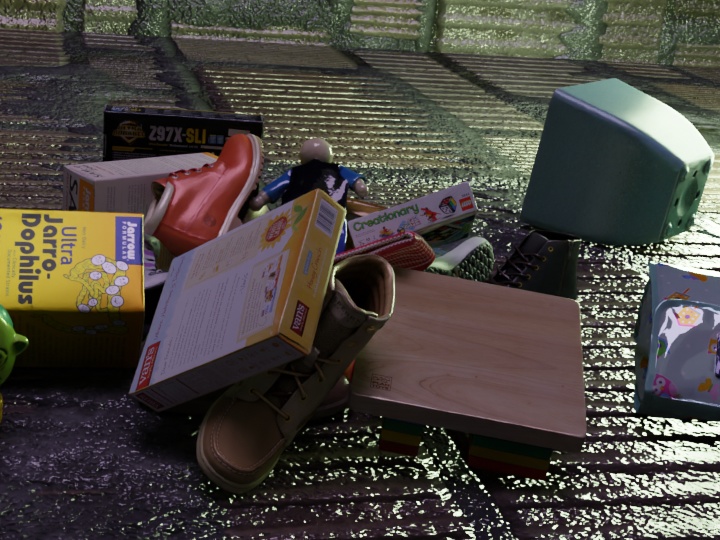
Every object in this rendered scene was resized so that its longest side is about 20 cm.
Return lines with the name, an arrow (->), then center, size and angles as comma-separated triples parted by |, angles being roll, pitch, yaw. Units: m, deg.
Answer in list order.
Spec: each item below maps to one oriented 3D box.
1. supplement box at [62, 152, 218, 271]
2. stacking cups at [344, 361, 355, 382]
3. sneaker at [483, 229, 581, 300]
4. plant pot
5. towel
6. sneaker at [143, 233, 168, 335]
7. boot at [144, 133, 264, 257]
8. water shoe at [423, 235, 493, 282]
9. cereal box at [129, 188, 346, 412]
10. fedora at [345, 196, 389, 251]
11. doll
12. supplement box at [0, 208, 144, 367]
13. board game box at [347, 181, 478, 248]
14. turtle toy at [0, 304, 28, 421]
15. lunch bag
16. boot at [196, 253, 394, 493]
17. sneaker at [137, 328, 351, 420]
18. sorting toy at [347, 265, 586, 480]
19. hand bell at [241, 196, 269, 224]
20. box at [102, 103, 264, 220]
supplement box -> -0.241, -0.062, 1.571 | 0.198, 0.128, 0.073 | -9, 23, -40
stacking cups -> -0.033, 0.075, 1.337 | 0.199, 0.061, 0.060 | 25, 26, 36
sneaker -> 0.158, 0.013, 1.491 | 0.198, 0.108, 0.074 | -9, 22, -38
plant pot -> 0.372, -0.137, 1.904 | 0.199, 0.199, 0.195 | 27, 26, 31
towel -> 0.000, 0.000, 1.348 | 0.143, 0.023, 0.200 | -20, -7, 7
sneaker -> -0.218, 0.020, 1.425 | 0.138, 0.079, 0.200 | 12, 28, 14
boot -> -0.173, -0.093, 1.506 | 0.106, 0.075, 0.201 | 28, 47, -13
water shoe -> 0.068, 0.012, 1.527 | 0.078, 0.072, 0.199 | 11, 22, 40
cereal box -> -0.103, 0.027, 1.127 | 0.039, 0.145, 0.199 | 35, -39, -30
fedora -> -0.004, -0.041, 1.626 | 0.198, 0.083, 0.201 | 13, 5, -1
doll -> -0.057, -0.072, 1.509 | 0.135, 0.049, 0.202 | -3, 51, 9
supplement box -> -0.302, 0.017, 1.267 | 0.197, 0.110, 0.110 | 1, 59, -13
board game box -> 0.054, -0.042, 1.401 | 0.125, 0.035, 0.200 | -19, -6, 0
turtle toy -> -0.373, 0.049, 1.128 | 0.197, 0.147, 0.102 | 4, 38, -3
lunch bag -> 0.350, 0.084, 1.314 | 0.168, 0.123, 0.200 | 10, 26, 6
boot -> -0.048, 0.079, 1.108 | 0.073, 0.156, 0.200 | 41, 37, 0
sneaker -> -0.101, 0.089, 1.228 | 0.197, 0.077, 0.071 | 2, 18, -10
sorting toy -> 0.093, 0.092, 1.210 | 0.197, 0.070, 0.200 | 10, 34, 1
hand bell -> -0.042, -0.001, 1.552 | 0.198, 0.105, 0.104 | 21, 19, 5
box -> -0.223, -0.119, 1.697 | 0.197, 0.162, 0.049 | 2, 17, -7
